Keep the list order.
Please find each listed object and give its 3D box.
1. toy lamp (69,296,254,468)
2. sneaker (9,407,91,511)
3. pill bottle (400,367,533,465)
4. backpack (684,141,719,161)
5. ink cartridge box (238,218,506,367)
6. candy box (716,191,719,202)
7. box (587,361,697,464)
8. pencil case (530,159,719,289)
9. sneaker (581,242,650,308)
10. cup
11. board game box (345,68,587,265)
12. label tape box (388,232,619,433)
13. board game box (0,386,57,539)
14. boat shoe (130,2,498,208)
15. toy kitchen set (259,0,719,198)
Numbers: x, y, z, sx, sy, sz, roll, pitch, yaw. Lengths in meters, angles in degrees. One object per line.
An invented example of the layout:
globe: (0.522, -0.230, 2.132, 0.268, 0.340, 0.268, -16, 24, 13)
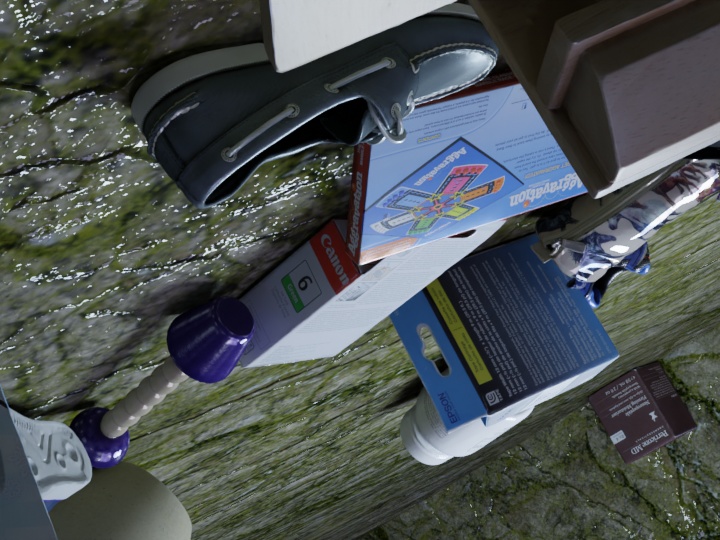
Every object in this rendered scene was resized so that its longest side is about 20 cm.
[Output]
toy lamp: (-0.148, 0.084, 0.764, 0.058, 0.058, 0.200, -7, 153, -49)
sneaker: (-0.290, 0.155, 0.709, 0.146, 0.081, 0.200, -28, 162, 5)
pill bottle: (0.140, 0.188, 1.401, 0.114, 0.115, 0.200, -14, 158, -37)
backpack: (0.308, -0.136, 0.654, 0.199, 0.127, 0.167, -4, -173, -11)
ink cartridge box: (0.000, 0.000, 0.760, 0.200, 0.051, 0.109, -40, 158, 31)
candy box: (0.380, -0.121, 0.814, 0.167, 0.071, 0.201, 2, 117, -58)
box: (0.737, 0.370, 2.686, 0.166, 0.201, 0.164, -39, 159, 32)
pencil case: (0.243, -0.065, 0.894, 0.200, 0.078, 0.089, -41, 173, 38)
sneaker: (0.210, 0.012, 1.063, 0.200, 0.079, 0.075, -36, 160, 23)
cup: (-0.243, 0.267, 0.970, 0.143, 0.200, 0.200, -48, 177, -37)
board game box: (0.081, -0.075, 0.646, 0.199, 0.019, 0.103, -18, 131, -29)
label tape box: (0.120, 0.061, 0.956, 0.199, 0.144, 0.066, -19, 161, -26)
board game box: (-0.257, 0.133, 0.494, 0.199, 0.200, 0.043, -17, 160, -29)
boat shoe: (-0.008, -0.078, 0.499, 0.199, 0.062, 0.073, -18, 160, -28)
toy kitchen set: (0.065, -0.132, 0.285, 0.199, 0.164, 0.181, -25, 163, -11)
